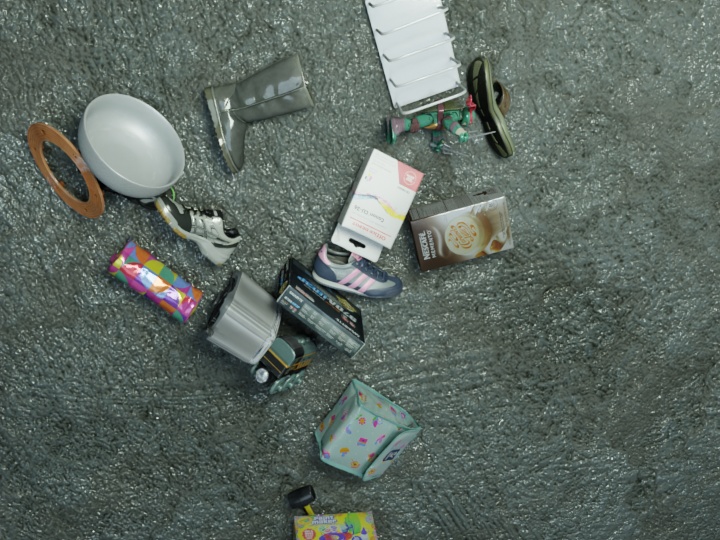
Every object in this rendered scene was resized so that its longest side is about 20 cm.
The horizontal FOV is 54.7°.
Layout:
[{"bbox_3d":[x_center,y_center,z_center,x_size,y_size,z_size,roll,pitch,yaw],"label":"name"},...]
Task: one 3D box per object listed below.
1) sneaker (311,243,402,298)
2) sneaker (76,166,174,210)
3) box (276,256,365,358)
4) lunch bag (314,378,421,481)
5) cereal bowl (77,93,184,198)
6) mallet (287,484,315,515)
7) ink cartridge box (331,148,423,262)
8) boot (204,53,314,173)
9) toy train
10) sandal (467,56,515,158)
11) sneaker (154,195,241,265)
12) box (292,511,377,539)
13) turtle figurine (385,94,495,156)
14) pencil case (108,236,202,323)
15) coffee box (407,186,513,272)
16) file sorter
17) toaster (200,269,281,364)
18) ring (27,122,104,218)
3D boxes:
[{"bbox_3d":[0.000,0.000,1.442,0.194,0.071,0.084,10,123,-8],"label":"sneaker"},{"bbox_3d":[-0.458,-0.167,1.349,0.196,0.084,0.078,22,110,-11],"label":"sneaker"},{"bbox_3d":[-0.081,0.073,1.424,0.199,0.160,0.046,39,105,-16],"label":"box"},{"bbox_3d":[0.021,0.374,1.574,0.198,0.123,0.172,32,105,-23],"label":"lunch bag"},{"bbox_3d":[-0.429,-0.218,1.282,0.199,0.202,0.083,42,129,-18],"label":"cereal bowl"},{"bbox_3d":[-0.123,0.614,1.710,0.064,0.041,0.204,-14,116,2],"label":"mallet"},{"bbox_3d":[0.030,-0.123,1.378,0.114,0.068,0.204,22,97,-12],"label":"ink cartridge box"},{"bbox_3d":[-0.182,-0.296,1.327,0.195,0.073,0.186,-16,114,-4],"label":"boot"},{"bbox_3d":[-0.152,0.188,1.457,0.085,0.199,0.115,42,101,14],"label":"toy train"},{"bbox_3d":[0.259,-0.317,1.337,0.057,0.080,0.204,-30,118,-8],"label":"sandal"},{"bbox_3d":[-0.318,-0.099,1.378,0.088,0.076,0.200,-44,134,3],"label":"sneaker"},{"bbox_3d":[-0.065,0.702,1.681,0.194,0.123,0.198,-1,118,-10],"label":"box"},{"bbox_3d":[0.148,-0.272,1.316,0.194,0.150,0.104,-4,87,-4],"label":"turtle figurine"},{"bbox_3d":[-0.422,0.022,1.431,0.199,0.089,0.089,39,106,-14],"label":"pencil case"},{"bbox_3d":[0.201,-0.084,1.417,0.195,0.080,0.117,-15,112,3],"label":"coffee box"},{"bbox_3d":[0.103,-0.406,1.259,0.135,0.125,0.204,-17,112,4],"label":"file sorter"},{"bbox_3d":[-0.236,0.099,1.404,0.128,0.201,0.114,35,109,-15],"label":"toaster"},{"bbox_3d":[-0.550,-0.188,1.310,0.197,0.019,0.204,28,141,24],"label":"ring"}]
